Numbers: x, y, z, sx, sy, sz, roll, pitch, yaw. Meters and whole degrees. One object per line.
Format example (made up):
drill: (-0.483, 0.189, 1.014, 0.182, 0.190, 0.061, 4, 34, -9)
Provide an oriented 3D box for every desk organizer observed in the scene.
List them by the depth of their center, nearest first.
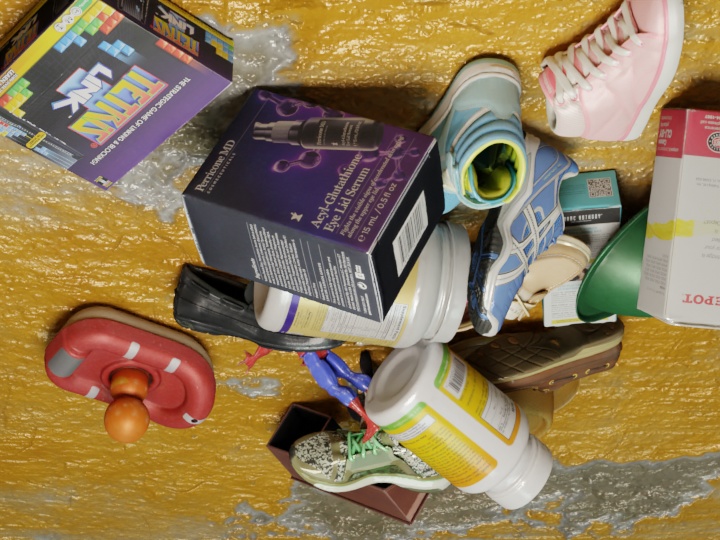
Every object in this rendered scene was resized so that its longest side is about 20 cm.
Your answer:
desk organizer: (-0.012, 0.229, 1.817, 0.199, 0.072, 0.077, 14, 152, 40)

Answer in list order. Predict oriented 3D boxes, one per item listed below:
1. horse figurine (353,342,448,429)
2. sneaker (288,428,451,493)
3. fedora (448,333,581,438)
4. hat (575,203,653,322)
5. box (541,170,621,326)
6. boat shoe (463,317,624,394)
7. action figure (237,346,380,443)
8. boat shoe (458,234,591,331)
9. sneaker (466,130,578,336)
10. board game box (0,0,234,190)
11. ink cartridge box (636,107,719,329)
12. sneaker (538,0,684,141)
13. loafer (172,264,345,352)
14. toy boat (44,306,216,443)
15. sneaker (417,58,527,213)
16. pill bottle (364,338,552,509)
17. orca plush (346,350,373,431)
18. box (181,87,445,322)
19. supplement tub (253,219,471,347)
horse figurine: (0.056, 0.109, 1.698, 0.131, 0.050, 0.202, -1, 120, 12)
sneaker: (0.019, 0.195, 1.702, 0.198, 0.077, 0.089, 1, 140, -13)
fedora: (0.166, 0.154, 1.796, 0.198, 0.082, 0.202, -1, 142, -1)
hat: (0.343, 0.031, 1.529, 0.201, 0.176, 0.165, -53, 151, 18)
box: (0.230, -0.020, 1.604, 0.081, 0.050, 0.201, -5, 142, 4)
boat shoe: (0.206, 0.108, 1.705, 0.198, 0.072, 0.068, -16, 124, -13)
action figure: (-0.056, 0.113, 1.686, 0.200, 0.065, 0.099, 49, 134, 7)
boat shoe: (0.155, 0.020, 1.567, 0.073, 0.070, 0.199, 32, 145, -29)
sneaker: (0.156, -0.031, 1.475, 0.076, 0.202, 0.076, 16, 180, -11)
board game box: (-0.239, -0.174, 1.380, 0.165, 0.057, 0.199, 29, 133, -32)
ink cartridge box: (0.353, -0.048, 1.452, 0.143, 0.203, 0.083, 5, -175, -11)
sneaker: (0.220, -0.187, 1.367, 0.103, 0.076, 0.201, -1, 147, -10)
loafer: (-0.107, 0.040, 1.616, 0.198, 0.068, 0.071, 12, 106, 17)
toy boat: (-0.259, 0.135, 1.715, 0.198, 0.132, 0.130, 21, 137, -27)
sneaker: (0.097, -0.090, 1.441, 0.079, 0.132, 0.201, 7, 142, -14)
pill bottle: (0.110, 0.167, 1.627, 0.200, 0.112, 0.111, 39, 128, -21)
orca plush: (0.037, 0.164, 1.845, 0.071, 0.105, 0.201, -41, 135, -22)
box: (-0.041, -0.062, 1.399, 0.198, 0.149, 0.105, 16, 146, 20)
supplement tub: (0.000, 0.000, 1.541, 0.198, 0.147, 0.146, 8, 142, -13)
